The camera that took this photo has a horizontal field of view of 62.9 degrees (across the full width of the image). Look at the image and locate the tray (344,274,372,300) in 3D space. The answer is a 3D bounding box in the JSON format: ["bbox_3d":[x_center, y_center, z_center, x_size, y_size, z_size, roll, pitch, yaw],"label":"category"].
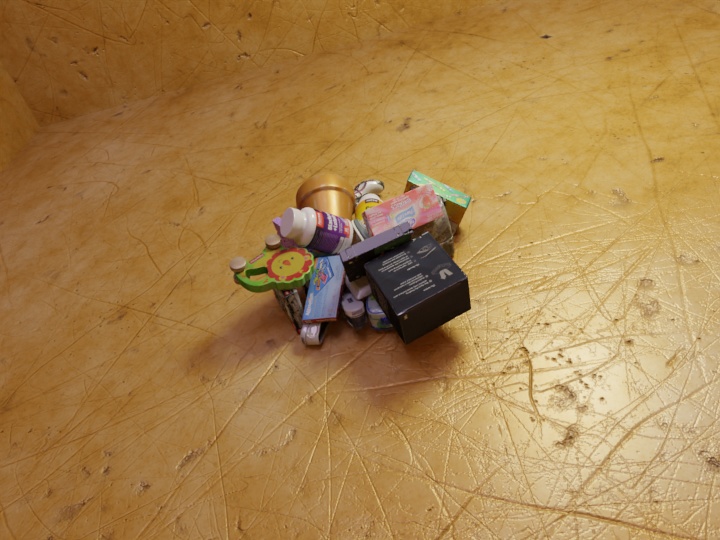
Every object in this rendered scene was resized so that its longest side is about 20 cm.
[{"bbox_3d":[0.000,0.000,1.626,0.105,0.023,0.201,-24,37,-9],"label":"tray"}]

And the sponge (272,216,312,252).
[{"bbox_3d":[-0.208,-0.085,1.864,0.029,0.114,0.199,-31,39,-21],"label":"sponge"}]

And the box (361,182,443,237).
[{"bbox_3d":[0.110,-0.150,1.580,0.195,0.097,0.103,-23,3,-5],"label":"box"}]

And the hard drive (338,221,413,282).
[{"bbox_3d":[0.045,-0.047,1.525,0.195,0.140,0.039,-24,67,-1],"label":"hard drive"}]

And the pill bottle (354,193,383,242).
[{"bbox_3d":[0.036,-0.155,1.855,0.106,0.111,0.203,-12,39,6],"label":"pill bottle"}]

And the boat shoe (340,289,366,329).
[{"bbox_3d":[-0.019,0.105,1.602,0.070,0.070,0.200,-17,17,-7],"label":"boat shoe"}]

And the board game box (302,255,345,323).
[{"bbox_3d":[-0.094,0.048,1.604,0.100,0.020,0.205,-5,54,20],"label":"board game box"}]

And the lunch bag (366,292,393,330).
[{"bbox_3d":[0.112,0.080,1.568,0.194,0.084,0.163,-10,38,10],"label":"lunch bag"}]

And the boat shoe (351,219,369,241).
[{"bbox_3d":[0.039,-0.085,1.695,0.061,0.073,0.202,-35,53,1],"label":"boat shoe"}]

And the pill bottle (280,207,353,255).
[{"bbox_3d":[-0.127,-0.116,1.686,0.196,0.114,0.112,13,22,-35],"label":"pill bottle"}]

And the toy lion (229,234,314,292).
[{"bbox_3d":[-0.229,-0.004,1.601,0.198,0.070,0.190,-35,50,-27],"label":"toy lion"}]

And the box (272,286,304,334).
[{"bbox_3d":[-0.212,0.067,1.662,0.039,0.140,0.200,-25,38,-14],"label":"box"}]

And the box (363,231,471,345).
[{"bbox_3d":[0.140,0.040,1.454,0.193,0.119,0.201,-26,44,-9],"label":"box"}]

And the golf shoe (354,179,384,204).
[{"bbox_3d":[-0.006,-0.249,2.032,0.194,0.078,0.090,-16,58,5],"label":"golf shoe"}]

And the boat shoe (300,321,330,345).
[{"bbox_3d":[-0.098,0.118,1.612,0.064,0.073,0.202,5,45,25],"label":"boat shoe"}]

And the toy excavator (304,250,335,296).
[{"bbox_3d":[-0.077,0.004,1.732,0.195,0.102,0.195,-18,39,-16],"label":"toy excavator"}]

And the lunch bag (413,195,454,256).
[{"bbox_3d":[0.168,-0.110,1.703,0.195,0.171,0.141,-20,38,-5],"label":"lunch bag"}]

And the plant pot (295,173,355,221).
[{"bbox_3d":[-0.104,-0.168,1.877,0.194,0.202,0.187,-13,53,5],"label":"plant pot"}]

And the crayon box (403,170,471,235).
[{"bbox_3d":[0.221,-0.203,1.773,0.196,0.120,0.059,26,49,6],"label":"crayon box"}]
